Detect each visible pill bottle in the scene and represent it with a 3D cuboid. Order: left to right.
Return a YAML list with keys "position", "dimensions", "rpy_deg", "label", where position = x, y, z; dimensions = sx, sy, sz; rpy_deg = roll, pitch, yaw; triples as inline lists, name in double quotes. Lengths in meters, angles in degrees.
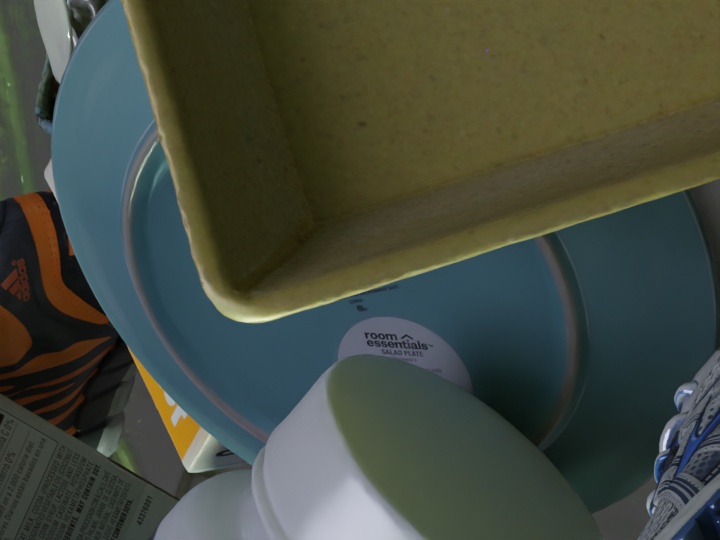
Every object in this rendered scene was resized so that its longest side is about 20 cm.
- position: [-0.029, 0.126, 0.799]
  dimensions: [0.200, 0.113, 0.113]
  rpy_deg: [-51, 52, 22]
  label: "pill bottle"

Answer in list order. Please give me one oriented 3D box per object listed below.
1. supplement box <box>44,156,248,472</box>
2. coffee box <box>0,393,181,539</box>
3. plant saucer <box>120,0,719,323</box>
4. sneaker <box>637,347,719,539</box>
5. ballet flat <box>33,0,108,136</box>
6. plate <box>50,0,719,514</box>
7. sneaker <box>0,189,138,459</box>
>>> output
- position: [-0.015, -0.049, 0.889]
  dimensions: [0.126, 0.073, 0.200]
  rpy_deg: [61, 142, 29]
  label: "supplement box"
- position: [-0.136, 0.099, 0.992]
  dimensions: [0.113, 0.200, 0.080]
  rpy_deg: [-37, 26, 55]
  label: "coffee box"
- position: [0.036, -0.101, 0.733]
  dimensions: [0.048, 0.200, 0.200]
  rpy_deg: [71, -177, -75]
  label: "plant saucer"
- position: [0.100, 0.052, 0.660]
  dimensions: [0.077, 0.200, 0.085]
  rpy_deg: [44, 158, -11]
  label: "sneaker"
- position: [-0.071, -0.127, 0.967]
  dimensions: [0.074, 0.074, 0.200]
  rpy_deg: [36, 126, 49]
  label: "ballet flat"
- position: [0.000, 0.000, 0.814]
  dimensions: [0.200, 0.026, 0.200]
  rpy_deg: [15, 130, 18]
  label: "plate"
- position: [-0.139, 0.033, 1.065]
  dimensions: [0.078, 0.112, 0.200]
  rpy_deg: [61, 142, 30]
  label: "sneaker"
